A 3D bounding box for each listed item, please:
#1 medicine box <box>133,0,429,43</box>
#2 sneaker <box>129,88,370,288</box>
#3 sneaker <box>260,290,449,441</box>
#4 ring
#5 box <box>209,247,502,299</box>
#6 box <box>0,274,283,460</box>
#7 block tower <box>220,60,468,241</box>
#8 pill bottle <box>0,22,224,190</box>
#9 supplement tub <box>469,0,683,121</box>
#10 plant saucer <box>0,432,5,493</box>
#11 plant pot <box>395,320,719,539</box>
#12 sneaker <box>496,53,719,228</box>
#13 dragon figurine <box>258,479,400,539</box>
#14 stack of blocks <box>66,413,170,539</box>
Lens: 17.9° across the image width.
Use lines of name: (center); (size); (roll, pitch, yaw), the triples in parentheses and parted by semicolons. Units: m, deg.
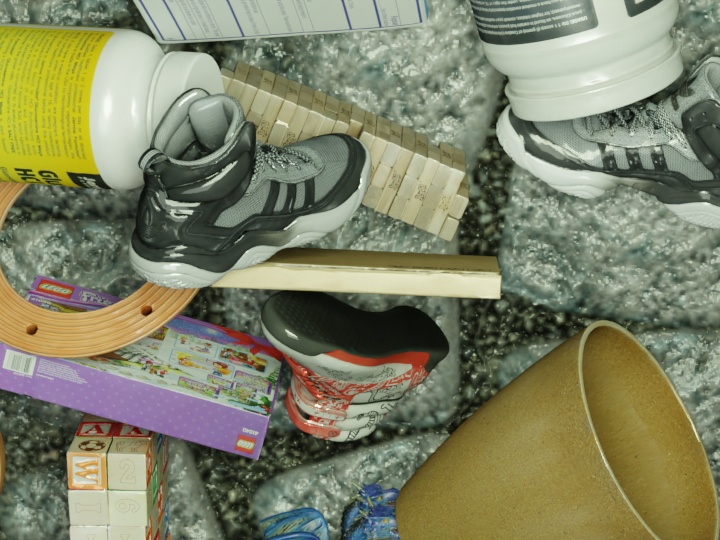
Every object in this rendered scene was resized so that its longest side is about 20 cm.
medicine box: (-0.057, -0.230, 1.529); (0.199, 0.182, 0.103); (-4, 79, 4)
sneaker: (-0.069, -0.072, 1.531); (0.075, 0.200, 0.114); (33, 137, 35)
sneaker: (-0.026, 0.075, 1.652); (0.108, 0.201, 0.067); (-48, 62, 22)
ring: (-0.195, -0.023, 1.637); (0.200, 0.201, 0.019); (-8, 149, 6)
box: (0.000, 0.000, 1.629); (0.199, 0.163, 0.021); (2, 94, 2)
box: (-0.159, 0.069, 1.674); (0.199, 0.137, 0.039); (16, 111, -2)
block tower: (-0.017, -0.089, 1.655); (0.199, 0.058, 0.054); (22, 109, -6)
pill bottle: (-0.202, -0.114, 1.603); (0.199, 0.112, 0.113); (5, 110, 18)
supplement tub: (0.137, -0.216, 1.555); (0.140, 0.140, 0.201); (-14, 108, 8)
plant saucer: (-0.376, 0.148, 1.770); (0.199, 0.032, 0.201); (1, 109, 2)
plant pot: (0.132, 0.164, 1.682); (0.200, 0.186, 0.187); (-29, 106, 26)
sneaker: (0.202, -0.105, 1.610); (0.199, 0.076, 0.114); (16, 133, -8)
dragon figurine: (-0.052, 0.219, 1.760); (0.199, 0.059, 0.100); (-9, 108, 13)
stack of blocks: (-0.180, 0.207, 1.735); (0.058, 0.115, 0.201); (1, 110, 3)
